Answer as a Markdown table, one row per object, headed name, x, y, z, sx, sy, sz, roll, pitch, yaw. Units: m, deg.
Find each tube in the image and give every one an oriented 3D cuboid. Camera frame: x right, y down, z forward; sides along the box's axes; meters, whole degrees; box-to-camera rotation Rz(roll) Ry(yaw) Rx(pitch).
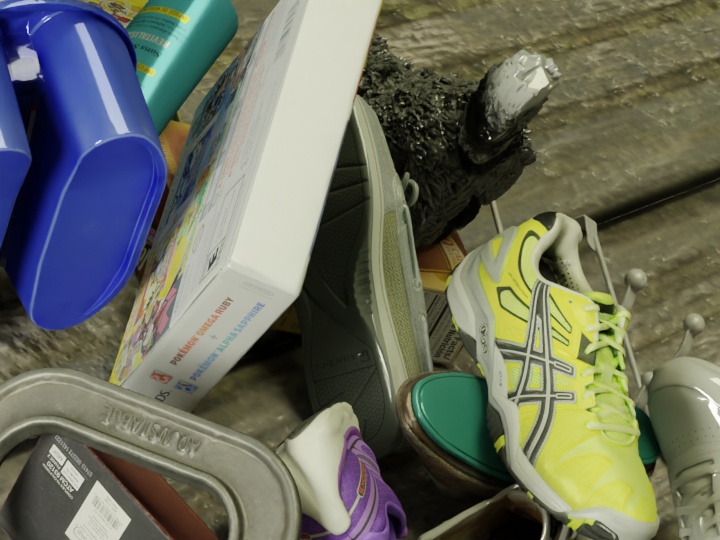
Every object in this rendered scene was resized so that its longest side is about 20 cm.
| name | x | y | z | sx | sy | sz | roll | pitch | yaw |
| --- | --- | --- | --- | --- | --- | --- | --- | --- | --- |
| tube | -0.137 | -0.085 | 1.625 | 0.077 | 0.051 | 0.200 | 8 | 47 | 31 |

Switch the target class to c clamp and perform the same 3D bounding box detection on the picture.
| name | x | y | z | sx | sy | sz | roll | pitch | yaw |
| --- | --- | --- | --- | --- | --- | --- | --- | --- | --- |
| c clamp | -0.114 | 0.137 | 1.317 | 0.199 | 0.171 | 0.027 | 25 | -9 | 22 |

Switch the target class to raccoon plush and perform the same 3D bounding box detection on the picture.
| name | x | y | z | sx | sy | sz | roll | pitch | yaw |
| --- | --- | --- | --- | --- | --- | --- | --- | --- | --- |
| raccoon plush | 0.038 | -0.107 | 1.644 | 0.097 | 0.200 | 0.134 | -27 | 73 | -41 |

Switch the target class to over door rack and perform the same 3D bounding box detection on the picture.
| name | x | y | z | sx | sy | sz | roll | pitch | yaw |
| --- | --- | --- | --- | --- | --- | --- | --- | --- | --- |
| over door rack | 0.131 | 0.004 | 1.730 | 0.148 | 0.067 | 0.200 | 34 | 22 | -45 |

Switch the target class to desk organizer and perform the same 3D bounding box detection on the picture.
| name | x | y | z | sx | sy | sz | roll | pitch | yaw |
| --- | --- | --- | --- | --- | --- | --- | --- | --- | --- |
| desk organizer | -0.072 | 0.152 | 1.371 | 0.200 | 0.072 | 0.077 | 45 | 31 | 24 |

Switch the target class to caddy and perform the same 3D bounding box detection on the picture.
| name | x | y | z | sx | sy | sz | roll | pitch | yaw |
| --- | --- | --- | --- | --- | --- | --- | --- | --- | --- |
| caddy | -0.180 | -0.053 | 1.467 | 0.141 | 0.200 | 0.105 | -7 | 55 | -26 |

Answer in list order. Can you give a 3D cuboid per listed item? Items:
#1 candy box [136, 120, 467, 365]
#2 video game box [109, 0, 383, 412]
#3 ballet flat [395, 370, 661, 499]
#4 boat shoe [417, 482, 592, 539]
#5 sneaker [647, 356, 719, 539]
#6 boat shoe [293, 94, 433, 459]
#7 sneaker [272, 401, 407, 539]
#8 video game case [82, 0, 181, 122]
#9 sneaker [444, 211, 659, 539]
| name | x | y | z | sx | sy | sz | roll | pitch | yaw |
| --- | --- | --- | --- | --- | --- | --- | --- | --- | --- |
| candy box | -0.036 | -0.018 | 1.677 | 0.199 | 0.057 | 0.117 | 13 | 33 | -30 |
| video game box | -0.059 | -0.038 | 1.490 | 0.047 | 0.182 | 0.201 | 25 | 57 | -15 |
| ballet flat | 0.078 | 0.100 | 1.585 | 0.199 | 0.067 | 0.068 | 13 | 56 | -41 |
| boat shoe | 0.085 | 0.145 | 1.520 | 0.200 | 0.070 | 0.071 | -10 | 48 | -48 |
| sneaker | 0.206 | 0.141 | 1.585 | 0.099 | 0.075 | 0.201 | -21 | 81 | -44 |
| boat shoe | 0.001 | 0.000 | 1.590 | 0.065 | 0.074 | 0.203 | -5 | 82 | -55 |
| sneaker | -0.017 | 0.119 | 1.425 | 0.084 | 0.081 | 0.200 | 51 | 1 | 2 |
| video game case | -0.207 | -0.135 | 1.733 | 0.199 | 0.026 | 0.181 | 14 | 34 | -25 |
| sneaker | 0.107 | 0.054 | 1.527 | 0.075 | 0.076 | 0.200 | 11 | 43 | -44 |
